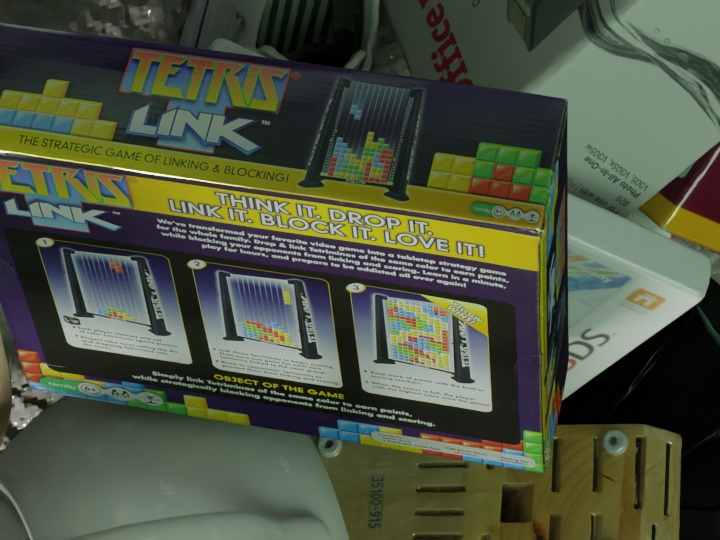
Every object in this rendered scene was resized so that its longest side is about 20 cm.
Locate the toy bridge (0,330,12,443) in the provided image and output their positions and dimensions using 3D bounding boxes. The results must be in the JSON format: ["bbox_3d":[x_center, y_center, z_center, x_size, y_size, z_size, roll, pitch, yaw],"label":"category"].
[{"bbox_3d":[-0.173,0.059,1.061,0.067,0.027,0.200,6,117,-37],"label":"toy bridge"}]

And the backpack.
[{"bbox_3d":[0.140,0.124,1.197,0.153,0.176,0.200,29,106,-37],"label":"backpack"}]

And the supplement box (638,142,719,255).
[{"bbox_3d":[0.161,-0.117,1.083,0.086,0.110,0.200,17,110,-51],"label":"supplement box"}]

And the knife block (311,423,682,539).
[{"bbox_3d":[0.045,0.121,1.129,0.200,0.064,0.176,-2,159,16],"label":"knife block"}]

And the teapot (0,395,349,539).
[{"bbox_3d":[-0.098,0.130,1.045,0.146,0.197,0.200,-7,120,-28],"label":"teapot"}]

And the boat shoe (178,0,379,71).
[{"bbox_3d":[-0.030,-0.082,1.027,0.073,0.067,0.200,-14,126,-23],"label":"boat shoe"}]

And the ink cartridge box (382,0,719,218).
[{"bbox_3d":[0.108,-0.126,0.995,0.200,0.146,0.084,-41,131,22],"label":"ink cartridge box"}]

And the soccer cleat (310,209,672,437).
[{"bbox_3d":[0.041,0.008,1.130,0.200,0.069,0.085,-29,130,-3],"label":"soccer cleat"}]

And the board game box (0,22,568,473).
[{"bbox_3d":[-0.029,-0.006,0.939,0.200,0.057,0.165,9,148,9],"label":"board game box"}]

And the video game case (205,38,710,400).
[{"bbox_3d":[0.000,0.000,1.013,0.200,0.022,0.182,23,149,-15],"label":"video game case"}]
